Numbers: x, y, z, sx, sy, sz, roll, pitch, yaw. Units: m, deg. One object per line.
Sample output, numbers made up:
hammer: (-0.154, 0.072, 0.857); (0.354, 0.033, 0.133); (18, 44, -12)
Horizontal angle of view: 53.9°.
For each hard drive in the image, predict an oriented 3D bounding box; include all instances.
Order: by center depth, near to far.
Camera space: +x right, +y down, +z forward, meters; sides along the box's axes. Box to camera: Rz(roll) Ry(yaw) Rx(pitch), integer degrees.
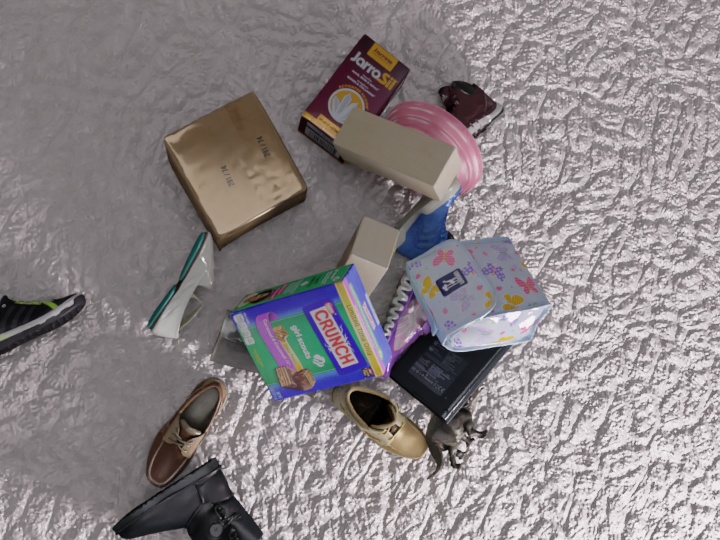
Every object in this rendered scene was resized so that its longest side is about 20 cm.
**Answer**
hard drive: (0.163, 0.151, 1.261); (0.139, 0.033, 0.200); (35, 75, 31)

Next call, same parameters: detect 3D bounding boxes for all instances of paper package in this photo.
paper package: (-0.215, -0.172, 1.233); (0.190, 0.103, 0.201); (-31, 88, -14)

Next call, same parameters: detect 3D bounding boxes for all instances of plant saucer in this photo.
plant saucer: (0.117, -0.202, 1.247); (0.200, 0.201, 0.051); (42, 62, -3)

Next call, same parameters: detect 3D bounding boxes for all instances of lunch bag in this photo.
lunch bag: (0.192, 0.038, 1.197); (0.198, 0.128, 0.170); (-6, 49, -21)

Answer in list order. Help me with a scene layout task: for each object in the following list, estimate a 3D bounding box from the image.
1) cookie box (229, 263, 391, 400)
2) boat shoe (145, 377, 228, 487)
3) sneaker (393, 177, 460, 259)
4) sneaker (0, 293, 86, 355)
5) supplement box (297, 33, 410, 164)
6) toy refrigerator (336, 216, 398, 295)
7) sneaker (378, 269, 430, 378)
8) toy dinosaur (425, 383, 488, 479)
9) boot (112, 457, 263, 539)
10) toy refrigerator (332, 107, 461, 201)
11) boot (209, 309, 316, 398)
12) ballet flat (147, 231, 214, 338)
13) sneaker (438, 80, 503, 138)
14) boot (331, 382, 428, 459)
cookie box: (-0.075, 0.099, 1.114); (0.199, 0.075, 0.172); (-17, 110, 20)
boat shoe: (-0.292, 0.265, 1.174); (0.075, 0.072, 0.201); (30, 78, -5)
sneaker: (0.140, -0.076, 1.250); (0.111, 0.200, 0.077); (37, 43, -9)
sneaker: (-0.553, 0.071, 1.152); (0.199, 0.072, 0.083); (-27, 87, -13)
supplement box: (-0.013, -0.312, 1.299); (0.110, 0.086, 0.201); (36, 77, -4)
toy refrigerator: (0.000, 0.000, 1.188); (0.070, 0.200, 0.076); (22, 60, -5)
sneaker: (0.084, 0.101, 1.258); (0.088, 0.081, 0.201); (22, 76, -1)
toy dinosaur: (0.157, 0.285, 1.251); (0.102, 0.077, 0.200); (45, 65, 3)
boot: (-0.276, 0.427, 1.152); (0.199, 0.076, 0.169); (-29, 85, -19)
toy refrigerator: (0.061, -0.193, 1.177); (0.199, 0.070, 0.076); (26, 81, 24)
boot: (-0.139, 0.113, 1.216); (0.199, 0.073, 0.183); (26, 96, -1)
ballet flat: (-0.287, 0.029, 1.201); (0.069, 0.069, 0.201); (31, 97, -5)
sneaker: (0.169, -0.287, 1.344); (0.200, 0.076, 0.116); (-39, 86, -23)
boot: (0.046, 0.257, 1.196); (0.200, 0.155, 0.073); (39, 77, -3)
